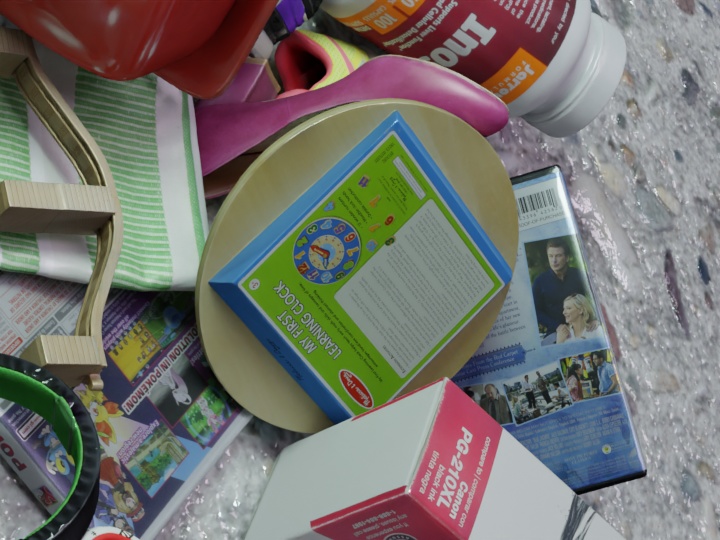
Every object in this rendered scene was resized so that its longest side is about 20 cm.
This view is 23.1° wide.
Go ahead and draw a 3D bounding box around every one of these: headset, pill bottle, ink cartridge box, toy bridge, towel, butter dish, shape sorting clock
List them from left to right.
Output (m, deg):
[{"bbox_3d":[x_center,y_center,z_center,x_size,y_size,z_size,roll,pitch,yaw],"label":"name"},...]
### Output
[{"bbox_3d":[-0.208,0.093,0.763,0.199,0.094,0.124,-23,54,-26],"label":"headset"},{"bbox_3d":[-0.170,-0.065,0.934,0.199,0.023,0.154,12,55,-36],"label":"towel"},{"bbox_3d":[-0.154,-0.031,0.890,0.067,0.027,0.202,3,61,-39],"label":"toy bridge"},{"bbox_3d":[-0.139,-0.180,0.886,0.199,0.200,0.148,36,39,2],"label":"butter dish"},{"bbox_3d":[0.000,0.000,0.978,0.198,0.039,0.202,-14,119,-27],"label":"shape sorting clock"},{"bbox_3d":[0.056,0.169,0.980,0.200,0.144,0.085,43,46,-21],"label":"ink cartridge box"},{"bbox_3d":[0.075,-0.170,1.147,0.199,0.113,0.114,29,50,-28],"label":"pill bottle"}]

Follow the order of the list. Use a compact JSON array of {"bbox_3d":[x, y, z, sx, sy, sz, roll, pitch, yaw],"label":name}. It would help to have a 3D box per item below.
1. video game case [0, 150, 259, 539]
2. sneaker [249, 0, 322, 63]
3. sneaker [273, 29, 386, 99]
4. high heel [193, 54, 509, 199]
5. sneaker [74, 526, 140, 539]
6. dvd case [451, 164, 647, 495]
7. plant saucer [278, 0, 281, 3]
[{"bbox_3d":[-0.135,0.034,0.949,0.183,0.023,0.200,53,40,-12],"label":"video game case"},{"bbox_3d":[-0.088,-0.230,1.057,0.201,0.099,0.070,51,1,-6],"label":"sneaker"},{"bbox_3d":[-0.023,-0.068,1.084,0.090,0.078,0.201,28,40,-34],"label":"sneaker"},{"bbox_3d":[-0.017,-0.071,1.005,0.068,0.198,0.097,65,40,-57],"label":"high heel"},{"bbox_3d":[-0.103,0.214,0.819,0.067,0.108,0.203,-31,93,-49],"label":"sneaker"},{"bbox_3d":[0.082,0.048,1.089,0.018,0.141,0.202,46,29,-74],"label":"dvd case"},{"bbox_3d":[-0.120,-0.220,1.007,0.201,0.199,0.027,58,-1,-5],"label":"plant saucer"}]
